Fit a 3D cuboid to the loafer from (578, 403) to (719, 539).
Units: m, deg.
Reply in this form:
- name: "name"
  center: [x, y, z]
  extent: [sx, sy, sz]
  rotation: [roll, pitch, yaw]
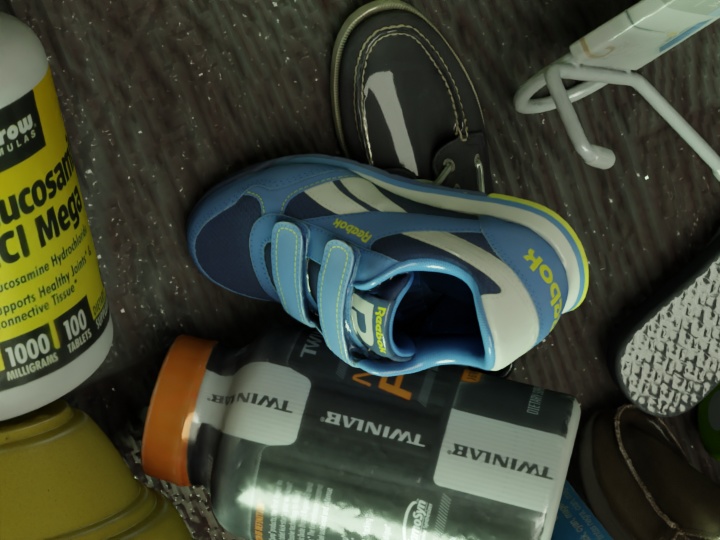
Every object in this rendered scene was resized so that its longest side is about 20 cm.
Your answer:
- name: "loafer"
  center: [0.179, 0.138, 1.125]
  extent: [0.073, 0.200, 0.071]
  rotation: [15, 125, -42]

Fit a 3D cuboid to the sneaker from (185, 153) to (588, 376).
- name: "sneaker"
  center: [0.000, 0.000, 1.024]
  extent: [0.199, 0.082, 0.074]
  rotation: [7, 128, 26]

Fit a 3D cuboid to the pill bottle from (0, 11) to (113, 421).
- name: "pill bottle"
  center: [-0.182, -0.043, 0.975]
  extent: [0.112, 0.112, 0.201]
  rotation: [-17, 117, -11]

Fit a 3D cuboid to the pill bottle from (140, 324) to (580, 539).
- name: "pill bottle"
  center: [-0.002, 0.088, 1.068]
  extent: [0.199, 0.106, 0.107]
  rotation: [14, 110, 6]

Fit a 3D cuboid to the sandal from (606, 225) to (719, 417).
- name: "sandal"
  center: [0.210, -0.005, 1.163]
  extent: [0.200, 0.043, 0.076]
  rotation: [-35, 108, 1]

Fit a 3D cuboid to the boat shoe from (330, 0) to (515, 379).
- name: "boat shoe"
  center: [0.039, -0.034, 1.079]
  extent: [0.072, 0.063, 0.201]
  rotation: [-20, 117, -9]

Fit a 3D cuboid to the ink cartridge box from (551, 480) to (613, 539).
- name: "ink cartridge box"
  center: [0.052, 0.222, 1.147]
  extent: [0.199, 0.145, 0.148]
  rotation: [-25, 118, -6]

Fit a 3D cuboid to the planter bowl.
- name: "planter bowl"
  center: [-0.171, 0.106, 1.008]
  extent: [0.199, 0.200, 0.084]
  rotation: [-9, 100, -14]

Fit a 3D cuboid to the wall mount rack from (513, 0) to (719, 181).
- name: "wall mount rack"
  center: [0.180, -0.098, 1.066]
  extent: [0.200, 0.075, 0.173]
  rotation: [-31, 164, 29]

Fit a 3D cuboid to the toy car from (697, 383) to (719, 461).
- name: "toy car"
  center: [0.276, 0.149, 1.157]
  extent: [0.163, 0.200, 0.159]
  rotation: [8, 110, -20]
